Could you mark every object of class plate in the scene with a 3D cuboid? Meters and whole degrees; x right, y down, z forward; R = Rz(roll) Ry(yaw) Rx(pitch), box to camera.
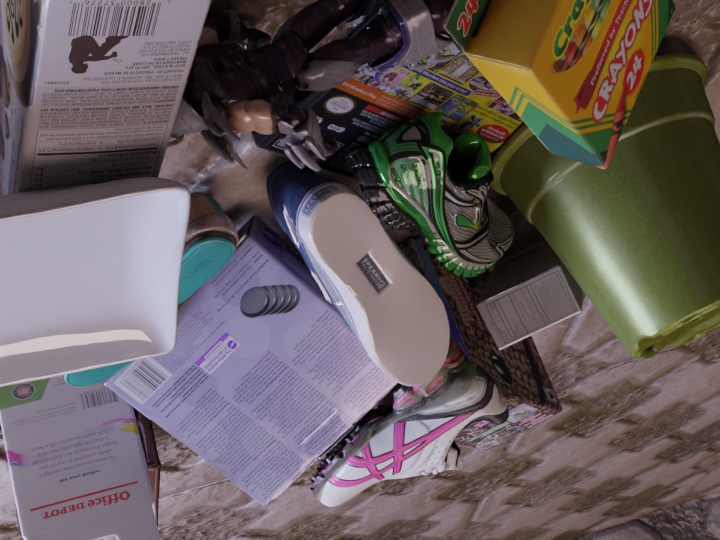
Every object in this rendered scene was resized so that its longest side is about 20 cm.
[{"bbox_3d":[-0.202,0.011,0.631,0.199,0.032,0.200,-11,154,-18],"label":"plate"}]

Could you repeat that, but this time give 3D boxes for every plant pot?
[{"bbox_3d":[0.233,-0.038,0.897,0.199,0.191,0.200,-22,162,-8],"label":"plant pot"}]

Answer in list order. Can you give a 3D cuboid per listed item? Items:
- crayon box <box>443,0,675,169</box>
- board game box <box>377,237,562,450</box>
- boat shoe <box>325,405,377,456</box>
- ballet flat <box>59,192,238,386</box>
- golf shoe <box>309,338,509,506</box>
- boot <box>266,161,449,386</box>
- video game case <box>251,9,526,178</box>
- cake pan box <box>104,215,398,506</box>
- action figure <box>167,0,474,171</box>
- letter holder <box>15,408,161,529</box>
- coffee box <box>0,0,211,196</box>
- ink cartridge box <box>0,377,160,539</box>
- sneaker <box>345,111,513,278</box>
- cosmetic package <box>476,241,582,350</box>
[{"bbox_3d":[0.132,-0.158,0.694,0.200,0.051,0.127,28,85,-58],"label":"crayon box"},{"bbox_3d":[0.090,0.079,1.091,0.097,0.160,0.200,-32,153,24],"label":"board game box"},{"bbox_3d":[-0.082,0.141,1.088,0.199,0.069,0.075,12,-177,22],"label":"boat shoe"},{"bbox_3d":[-0.171,0.012,0.869,0.200,0.067,0.068,-40,145,20],"label":"ballet flat"},{"bbox_3d":[0.037,0.152,0.955,0.200,0.092,0.073,-44,-177,25],"label":"golf shoe"},{"bbox_3d":[0.000,0.000,0.865,0.073,0.090,0.200,-36,125,-10],"label":"boot"},{"bbox_3d":[0.050,-0.127,0.809,0.181,0.026,0.200,-36,150,31],"label":"video game case"},{"bbox_3d":[-0.088,0.084,0.936,0.184,0.052,0.200,40,109,-14],"label":"cake pan box"},{"bbox_3d":[-0.035,-0.122,0.648,0.199,0.130,0.069,-29,156,-7],"label":"action figure"},{"bbox_3d":[-0.287,0.204,1.144,0.141,0.101,0.200,-10,153,-16],"label":"letter holder"},{"bbox_3d":[-0.146,-0.118,0.582,0.079,0.113,0.200,-7,153,-25],"label":"coffee box"},{"bbox_3d":[-0.253,0.179,0.996,0.117,0.201,0.067,-12,154,-15],"label":"ink cartridge box"},{"bbox_3d":[0.075,-0.055,0.848,0.085,0.078,0.200,-30,152,19],"label":"sneaker"},{"bbox_3d":[0.164,0.017,1.044,0.082,0.051,0.200,-25,-176,15],"label":"cosmetic package"}]
